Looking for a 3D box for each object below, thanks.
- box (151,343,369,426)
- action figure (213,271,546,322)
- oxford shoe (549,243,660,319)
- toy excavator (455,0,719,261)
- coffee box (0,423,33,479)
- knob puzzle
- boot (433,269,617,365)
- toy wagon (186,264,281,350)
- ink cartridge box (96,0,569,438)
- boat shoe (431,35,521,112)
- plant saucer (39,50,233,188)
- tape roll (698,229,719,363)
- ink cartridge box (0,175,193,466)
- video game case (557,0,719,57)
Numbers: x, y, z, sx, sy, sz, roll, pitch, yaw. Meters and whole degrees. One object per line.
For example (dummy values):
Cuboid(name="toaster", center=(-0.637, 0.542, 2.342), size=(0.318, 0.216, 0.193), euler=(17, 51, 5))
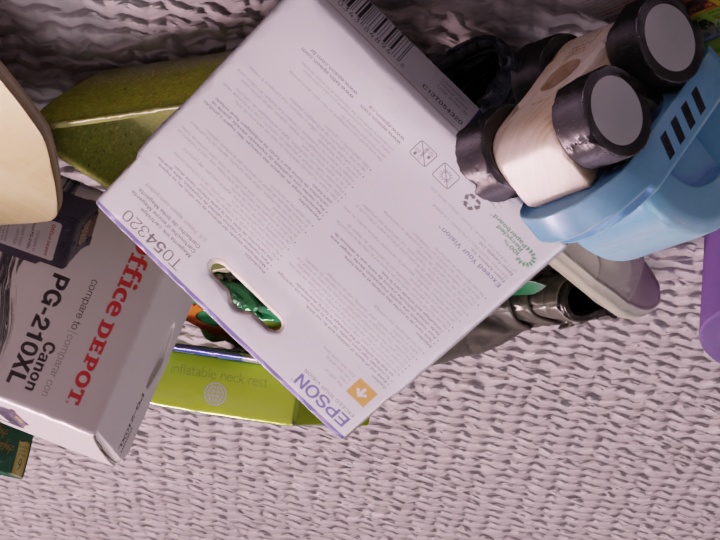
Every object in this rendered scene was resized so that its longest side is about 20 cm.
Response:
Cuboid(name="box", center=(-0.075, 0.081, 2.011), size=(0.122, 0.048, 0.200), euler=(7, 179, 18))
Cuboid(name="action figure", center=(0.000, 0.000, 1.748), size=(0.199, 0.055, 0.118), euler=(-11, -164, -17))
Cuboid(name="oxford shoe", center=(0.146, -0.023, 1.740), size=(0.058, 0.075, 0.200), euler=(-39, 147, 11))
Cuboid(name="toy excavator", center=(0.172, -0.051, 1.484), size=(0.100, 0.195, 0.200), euler=(-18, 115, 48))
Cuboid(name="coffee box", center=(-0.367, 0.117, 2.220), size=(0.199, 0.044, 0.123), euler=(11, 171, 17))
Cuboid(name="knob puzzle", center=(-0.254, -0.092, 1.632), size=(0.219, 0.031, 0.220), euler=(14, 146, 10))
Cuboid(name="boot", center=(0.080, 0.023, 1.827), size=(0.130, 0.068, 0.200), euler=(-9, -177, 29))
Cuboid(name="toy wagon", center=(-0.077, 0.009, 1.917), size=(0.155, 0.040, 0.200), euler=(-10, 155, 35))
Cuboid(name="ink cartridge box", center=(-0.013, -0.035, 1.534), size=(0.196, 0.043, 0.200), euler=(44, 126, -5))
Cuboid(name="boat shoe", center=(0.027, -0.047, 1.577), size=(0.200, 0.071, 0.091), euler=(-46, 143, 8))
Cuboid(name="plant saucer", center=(-0.061, -0.077, 1.662), size=(0.199, 0.048, 0.200), euler=(-6, 158, 29))
Cuboid(name="tape roll", center=(0.309, 0.008, 1.743), size=(0.199, 0.085, 0.200), euler=(4, 160, 2))
Cuboid(name="ink cartridge box", center=(-0.214, 0.012, 1.727), size=(0.199, 0.145, 0.084), euler=(20, 166, 10))
Cuboid(name="video game case", center=(0.206, -0.153, 1.420), size=(0.182, 0.023, 0.200), euler=(20, 155, -34))
